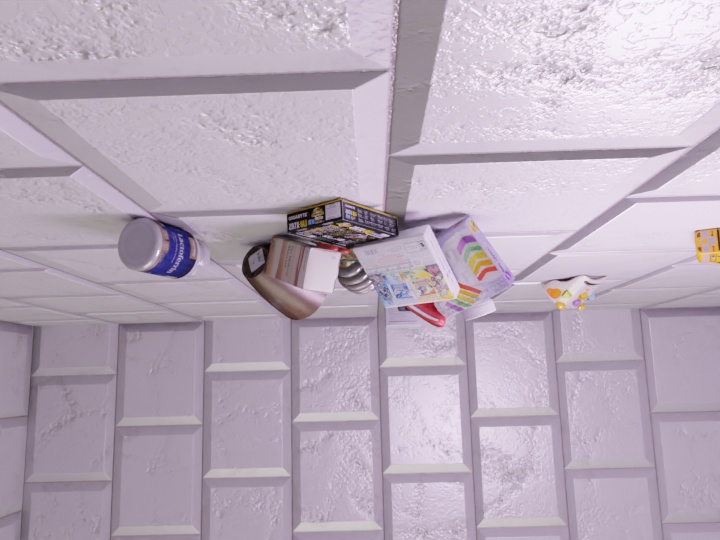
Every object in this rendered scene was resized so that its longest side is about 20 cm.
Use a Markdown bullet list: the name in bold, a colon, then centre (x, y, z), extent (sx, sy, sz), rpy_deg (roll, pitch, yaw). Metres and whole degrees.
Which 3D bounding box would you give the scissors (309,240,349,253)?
- **scissors**: centre (-0.096, -0.063, 1.455), extent (0.073, 0.014, 0.199), rpy_deg (10, -174, -35)

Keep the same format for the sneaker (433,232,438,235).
- **sneaker**: centre (0.130, -0.061, 1.565), extent (0.076, 0.076, 0.200), rpy_deg (19, 156, -22)

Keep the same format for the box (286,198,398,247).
- **box**: centre (-0.037, -0.099, 1.346), extent (0.159, 0.050, 0.199), rpy_deg (-12, 166, 37)

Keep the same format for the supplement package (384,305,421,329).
- **supplement package**: centre (0.129, 0.076, 1.919), extent (0.113, 0.202, 0.110), rpy_deg (-1, 169, 2)

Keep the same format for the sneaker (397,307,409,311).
- **sneaker**: centre (0.144, 0.061, 1.719), extent (0.081, 0.074, 0.200), rpy_deg (4, 162, 7)

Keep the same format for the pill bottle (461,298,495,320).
- **pill bottle**: centre (0.264, 0.017, 1.547), extent (0.110, 0.202, 0.111), rpy_deg (-19, 175, -2)

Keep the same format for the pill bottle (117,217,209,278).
- **pill bottle**: centre (-0.437, -0.043, 1.405), extent (0.115, 0.117, 0.200), rpy_deg (-5, 170, 21)

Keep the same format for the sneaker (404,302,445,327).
- **sneaker**: centre (0.152, 0.049, 1.539), extent (0.199, 0.116, 0.078), rpy_deg (34, 179, 33)

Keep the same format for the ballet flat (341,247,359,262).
- **ballet flat**: centre (-0.052, -0.052, 1.565), extent (0.198, 0.066, 0.071), rpy_deg (-3, -174, 11)

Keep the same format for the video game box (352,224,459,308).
- **video game box**: centre (0.106, -0.004, 1.432), extent (0.199, 0.183, 0.047), rpy_deg (-10, -151, 36)

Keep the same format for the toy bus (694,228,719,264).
- **toy bus**: centre (0.941, -0.060, 1.662), extent (0.078, 0.066, 0.200), rpy_deg (-7, 169, 29)

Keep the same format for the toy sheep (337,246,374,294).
- **toy sheep**: centre (0.000, 0.000, 1.672), extent (0.137, 0.139, 0.200), rpy_deg (-6, 140, 26)

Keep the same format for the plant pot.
- **plant pot**: centre (-0.213, 0.012, 1.653), extent (0.186, 0.189, 0.200), rpy_deg (-8, 154, 34)

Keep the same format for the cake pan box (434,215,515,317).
- **cake pan box**: centre (0.224, -0.004, 1.440), extent (0.199, 0.185, 0.052), rpy_deg (-30, -171, 38)

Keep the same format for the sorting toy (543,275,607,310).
- **sorting toy**: centre (0.833, 0.066, 2.347), extent (0.198, 0.108, 0.180), rpy_deg (2, 150, -22)

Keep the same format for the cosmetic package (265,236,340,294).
- **cosmetic package**: centre (-0.141, -0.015, 1.484), extent (0.087, 0.104, 0.199), rpy_deg (9, -177, -36)
